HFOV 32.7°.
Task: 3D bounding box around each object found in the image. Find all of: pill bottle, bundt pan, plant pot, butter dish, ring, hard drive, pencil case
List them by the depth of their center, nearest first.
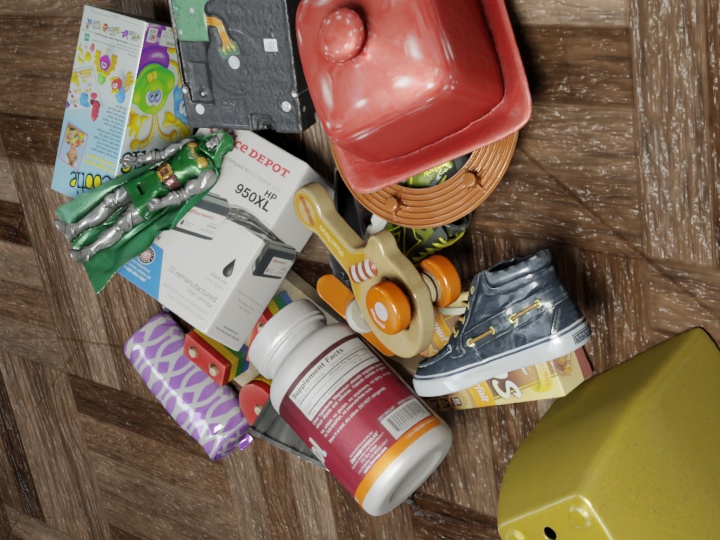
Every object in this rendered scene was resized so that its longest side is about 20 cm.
[{"bbox_3d":[0.017,-0.188,1.033,0.197,0.147,0.203,-20,80,29],"label":"butter dish"},{"bbox_3d":[0.232,0.204,1.056,0.197,0.199,0.194,57,139,3],"label":"plant pot"},{"bbox_3d":[0.051,-0.140,1.109,0.198,0.019,0.204,0,90,33],"label":"ring"},{"bbox_3d":[-0.014,0.127,1.183,0.200,0.112,0.114,45,137,20],"label":"pill bottle"},{"bbox_3d":[-0.119,-0.238,1.199,0.138,0.038,0.203,5,117,26],"label":"hard drive"},{"bbox_3d":[-0.018,0.177,1.321,0.200,0.201,0.077,18,81,37],"label":"bundt pan"},{"bbox_3d":[-0.217,0.146,1.557,0.201,0.084,0.086,50,173,14],"label":"pencil case"}]

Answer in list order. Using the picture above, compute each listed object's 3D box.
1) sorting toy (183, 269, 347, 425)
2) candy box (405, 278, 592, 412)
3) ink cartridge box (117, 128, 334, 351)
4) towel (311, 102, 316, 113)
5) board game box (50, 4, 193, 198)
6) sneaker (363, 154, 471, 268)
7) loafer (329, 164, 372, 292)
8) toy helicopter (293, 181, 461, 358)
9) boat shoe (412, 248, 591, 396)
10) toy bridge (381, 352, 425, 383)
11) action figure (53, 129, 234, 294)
[{"bbox_3d":[-0.120,0.087,1.433,0.198,0.069,0.202,37,134,23],"label":"sorting toy"},{"bbox_3d":[0.118,0.069,1.198,0.199,0.055,0.117,-14,101,49],"label":"candy box"},{"bbox_3d":[-0.141,-0.044,1.280,0.144,0.202,0.084,30,176,26],"label":"ink cartridge box"},{"bbox_3d":[-0.078,-0.249,1.232,0.198,0.034,0.196,-1,109,47],"label":"towel"},{"bbox_3d":[-0.248,-0.171,1.332,0.104,0.102,0.203,21,103,35],"label":"board game box"},{"bbox_3d":[0.058,-0.041,1.175,0.084,0.074,0.202,38,135,29],"label":"sneaker"},{"bbox_3d":[-0.009,-0.036,1.256,0.071,0.063,0.203,27,129,31],"label":"loafer"},{"bbox_3d":[0.000,0.000,1.155,0.201,0.078,0.133,50,147,23],"label":"toy helicopter"},{"bbox_3d":[0.112,0.047,1.105,0.199,0.070,0.092,-24,91,42],"label":"boat shoe"},{"bbox_3d":[0.051,0.096,1.217,0.067,0.027,0.203,22,125,39],"label":"toy bridge"},{"bbox_3d":[-0.212,-0.080,1.241,0.119,0.199,0.055,55,178,26],"label":"action figure"}]
